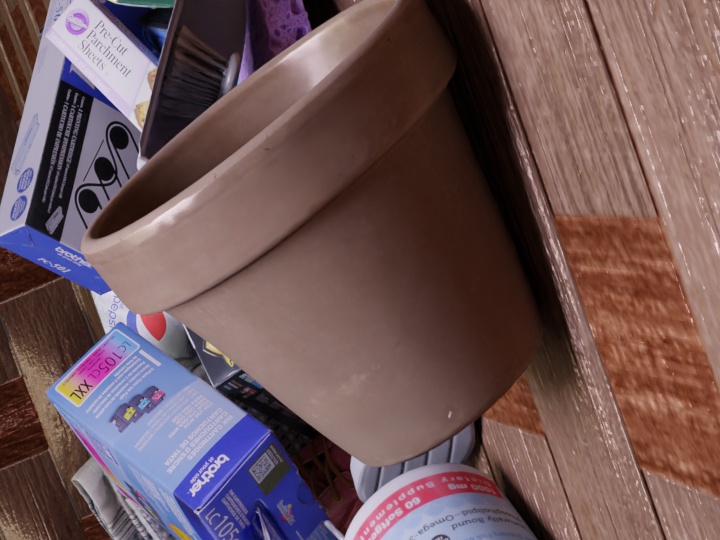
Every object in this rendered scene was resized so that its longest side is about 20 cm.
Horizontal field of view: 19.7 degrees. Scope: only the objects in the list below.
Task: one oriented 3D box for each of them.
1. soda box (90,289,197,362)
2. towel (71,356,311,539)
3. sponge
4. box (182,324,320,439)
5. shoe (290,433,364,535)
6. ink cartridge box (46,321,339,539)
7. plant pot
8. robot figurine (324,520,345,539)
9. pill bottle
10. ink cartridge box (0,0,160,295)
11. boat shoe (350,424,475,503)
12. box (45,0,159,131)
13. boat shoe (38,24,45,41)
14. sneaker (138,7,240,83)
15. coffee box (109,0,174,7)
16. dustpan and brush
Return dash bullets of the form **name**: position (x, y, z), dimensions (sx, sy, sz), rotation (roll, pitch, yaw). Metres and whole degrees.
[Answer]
- **soda box**: position (-0.126, 0.005, 1.520), dimensions (0.200, 0.063, 0.069), rotation (-51, -55, -66)
- **towel**: position (-0.100, 0.156, 1.530), dimensions (0.034, 0.200, 0.193), rotation (18, 144, 46)
- **sponge**: position (-0.056, -0.153, 1.193), dimensions (0.112, 0.030, 0.202), rotation (135, 123, -75)
- **box**: position (-0.073, 0.025, 1.411), dimensions (0.160, 0.046, 0.200), rotation (63, -169, 25)
- **shoe**: position (-0.012, 0.138, 1.414), dimensions (0.201, 0.090, 0.072), rotation (94, 151, -63)
- **ink cartridge box**: position (-0.098, 0.135, 1.358), dimensions (0.199, 0.076, 0.137), rotation (30, 159, 39)
- **plant pot**: position (-0.005, -0.008, 0.991), dimensions (0.175, 0.200, 0.200), rotation (51, 171, -14)
- **robot figurine**: position (0.042, 0.235, 1.297), dimensions (0.169, 0.113, 0.201), rotation (39, -166, -50)
- **pill bottle**: position (0.072, 0.202, 1.126), dimensions (0.200, 0.108, 0.110), rotation (-128, 20, -51)
- **ink cartridge box**: position (-0.181, -0.095, 1.412), dimensions (0.044, 0.094, 0.202), rotation (-20, 53, 44)
- **boat shoe**: position (0.029, 0.061, 1.200), dimensions (0.201, 0.071, 0.071), rotation (101, 155, -50)
- **box**: position (-0.122, -0.099, 1.341), dimensions (0.200, 0.041, 0.039), rotation (46, -173, 16)
- **boat shoe**: position (-0.177, -0.120, 1.535), dimensions (0.201, 0.067, 0.072), rotation (59, 161, 31)
- **sneaker**: position (-0.096, -0.138, 1.371), dimensions (0.079, 0.065, 0.200), rotation (69, 168, -21)
- **coffee box**: position (-0.133, -0.253, 1.122), dimensions (0.123, 0.044, 0.202), rotation (29, 113, 43)
- **dustpan and brush**: position (-0.084, -0.094, 1.158), dimensions (0.200, 0.057, 0.141), rotation (121, 163, -76)
